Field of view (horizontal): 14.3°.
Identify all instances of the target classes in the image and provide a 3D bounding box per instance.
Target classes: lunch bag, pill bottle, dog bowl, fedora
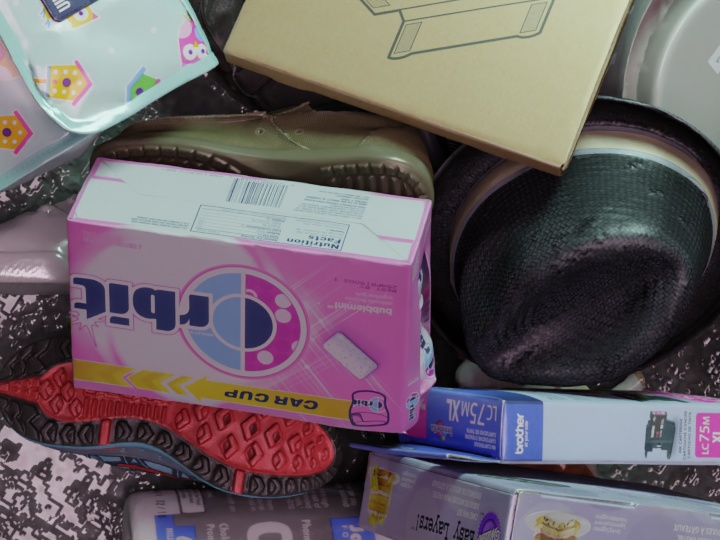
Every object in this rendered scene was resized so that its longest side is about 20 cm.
[{"bbox_3d":[-0.196,-0.136,1.571,0.200,0.122,0.171,-28,95,13],"label":"lunch bag"},{"bbox_3d":[-0.036,0.181,1.673,0.199,0.114,0.114,-2,99,-9],"label":"pill bottle"},{"bbox_3d":[0.212,-0.102,1.665,0.199,0.059,0.201,-7,102,-33],"label":"dog bowl"},{"bbox_3d":[0.120,0.003,1.579,0.200,0.092,0.201,3,121,5],"label":"fedora"}]

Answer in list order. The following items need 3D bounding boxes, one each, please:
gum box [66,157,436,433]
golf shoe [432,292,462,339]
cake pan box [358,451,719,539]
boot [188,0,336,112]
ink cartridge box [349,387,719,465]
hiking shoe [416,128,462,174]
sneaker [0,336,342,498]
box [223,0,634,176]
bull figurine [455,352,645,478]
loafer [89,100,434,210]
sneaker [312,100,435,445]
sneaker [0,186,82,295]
[{"bbox_3d":[-0.055,0.014,1.558,0.199,0.066,0.114,8,126,8],"label":"gum box"},{"bbox_3d":[0.113,-0.037,1.685,0.092,0.073,0.200,29,92,-14],"label":"golf shoe"},{"bbox_3d":[0.124,0.140,1.576,0.199,0.184,0.053,9,92,-26],"label":"cake pan box"},{"bbox_3d":[-0.046,-0.188,1.648,0.174,0.069,0.200,31,97,-17],"label":"boot"},{"bbox_3d":[0.107,0.086,1.597,0.199,0.119,0.042,0,92,-27],"label":"ink cartridge box"},{"bbox_3d":[0.074,-0.132,1.648,0.100,0.076,0.201,6,98,18],"label":"hiking shoe"},{"bbox_3d":[-0.107,0.082,1.657,0.199,0.096,0.080,15,81,0],"label":"sneaker"},{"bbox_3d":[0.047,-0.155,1.573,0.199,0.021,0.164,19,73,12],"label":"box"},{"bbox_3d":[0.123,0.120,1.713,0.121,0.065,0.201,-11,102,-11],"label":"bull figurine"},{"bbox_3d":[-0.051,-0.053,1.596,0.199,0.068,0.076,5,122,14],"label":"loafer"},{"bbox_3d":[0.000,0.000,1.672,0.075,0.088,0.201,-7,95,16],"label":"sneaker"},{"bbox_3d":[-0.144,-0.033,1.654,0.199,0.075,0.089,-5,87,-15],"label":"sneaker"}]
